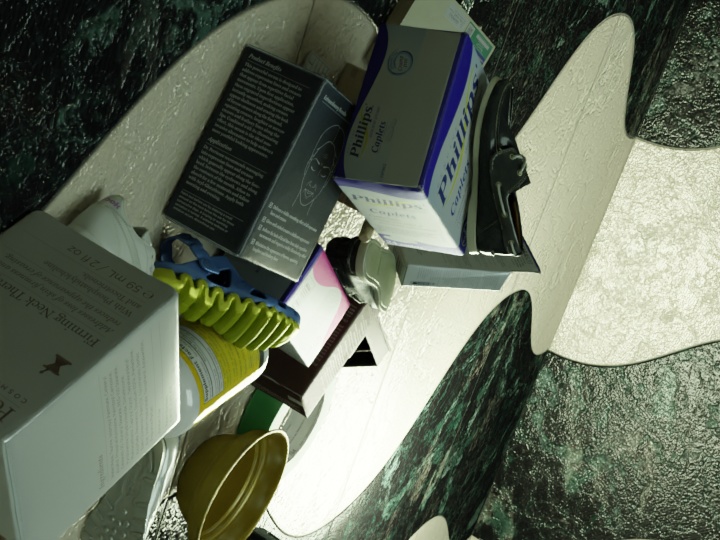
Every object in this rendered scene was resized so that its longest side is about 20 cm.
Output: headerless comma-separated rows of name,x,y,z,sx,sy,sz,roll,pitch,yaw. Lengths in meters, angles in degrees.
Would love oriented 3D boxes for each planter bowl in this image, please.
planter bowl,-0.184,0.280,1.489,0.201,0.083,0.202,-49,155,-32

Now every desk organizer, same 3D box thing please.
desk organizer,-0.016,0.097,1.694,0.077,0.071,0.201,-54,158,-16

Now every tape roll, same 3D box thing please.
tape roll,-0.109,0.214,1.641,0.201,0.048,0.202,-49,155,-33

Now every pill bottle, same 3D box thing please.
pill bottle,-0.197,0.111,1.219,0.200,0.110,0.112,-33,145,-52

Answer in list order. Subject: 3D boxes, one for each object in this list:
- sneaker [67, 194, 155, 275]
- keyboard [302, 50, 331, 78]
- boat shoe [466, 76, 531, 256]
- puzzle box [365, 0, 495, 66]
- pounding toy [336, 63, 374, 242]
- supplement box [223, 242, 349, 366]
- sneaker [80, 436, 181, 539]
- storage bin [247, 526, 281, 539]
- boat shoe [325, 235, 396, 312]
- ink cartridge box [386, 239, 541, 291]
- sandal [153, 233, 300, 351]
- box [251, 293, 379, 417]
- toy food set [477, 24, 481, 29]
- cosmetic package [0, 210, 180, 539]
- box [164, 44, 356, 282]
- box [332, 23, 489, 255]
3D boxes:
sneaker,-0.217,0.020,1.074,0.100,0.074,0.202,-55,143,-37
keyboard,-0.091,-0.154,1.298,0.202,0.011,0.056,-63,160,-2
boat shoe,0.160,-0.114,1.256,0.072,0.067,0.203,-32,127,-61
puzzle box,0.096,-0.286,1.482,0.134,0.025,0.200,-59,144,-1
pounding toy,0.020,-0.134,1.402,0.186,0.141,0.200,-64,159,3
supplement box,-0.093,0.025,1.366,0.102,0.103,0.200,-55,159,-13
sneaker,-0.262,0.273,1.318,0.202,0.076,0.080,-64,169,7
storage bin,-0.173,0.500,1.703,0.202,0.134,0.094,-60,160,-7
boat shoe,-0.001,0.002,1.437,0.199,0.065,0.076,40,62,-73
ink cartridge box,0.131,-0.045,1.585,0.201,0.197,0.041,-107,-155,-51
sandal,-0.144,0.020,1.190,0.199,0.088,0.079,28,133,-34
box,-0.060,0.085,1.531,0.201,0.099,0.075,-53,157,-24
toy food set,0.114,-0.246,1.610,0.143,0.060,0.202,-34,145,-52
cosmetic package,-0.272,0.094,0.935,0.200,0.166,0.168,-45,154,-41
box,-0.093,-0.110,1.201,0.202,0.106,0.148,-63,156,0
box,0.071,-0.140,1.249,0.200,0.104,0.186,45,59,-63
